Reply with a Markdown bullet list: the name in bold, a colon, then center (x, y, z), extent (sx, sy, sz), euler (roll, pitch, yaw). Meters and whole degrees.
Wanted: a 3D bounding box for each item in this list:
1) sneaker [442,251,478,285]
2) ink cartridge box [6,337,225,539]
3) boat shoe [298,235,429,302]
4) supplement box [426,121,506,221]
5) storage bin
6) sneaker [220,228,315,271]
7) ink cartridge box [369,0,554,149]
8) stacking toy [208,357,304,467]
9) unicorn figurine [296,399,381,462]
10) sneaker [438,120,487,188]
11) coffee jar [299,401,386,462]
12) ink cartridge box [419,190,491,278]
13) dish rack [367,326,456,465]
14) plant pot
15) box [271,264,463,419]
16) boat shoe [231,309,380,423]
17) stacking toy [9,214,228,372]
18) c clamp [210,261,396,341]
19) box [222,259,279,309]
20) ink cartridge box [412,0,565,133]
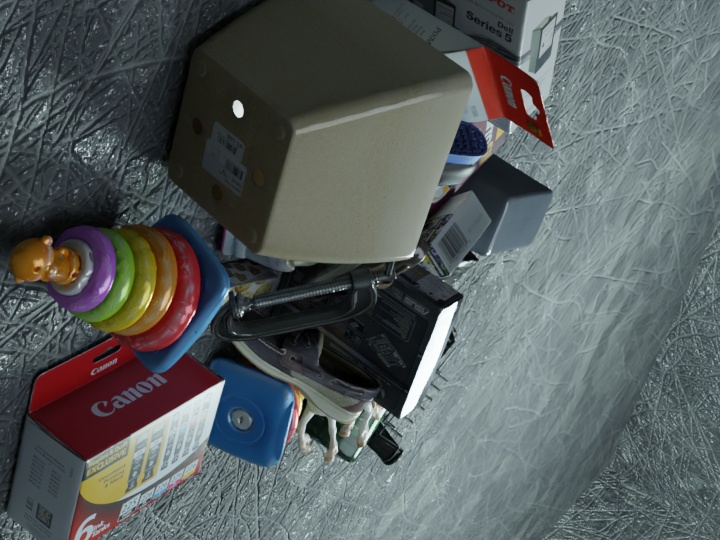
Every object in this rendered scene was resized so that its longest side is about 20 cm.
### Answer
- **sneaker**: center (0.090, 0.002, 1.920), extent (0.091, 0.076, 0.200), euler (-53, 157, 15)
- **ink cartridge box**: center (-0.231, 0.153, 1.396), extent (0.200, 0.084, 0.176), euler (-30, 146, -49)
- **boat shoe**: center (0.000, 0.000, 1.497), extent (0.200, 0.073, 0.075), euler (-30, -156, 57)
- **supplement box**: center (0.086, -0.149, 1.667), extent (0.200, 0.085, 0.111), euler (-45, 156, -29)
- **storage bin**: center (0.144, -0.079, 1.821), extent (0.200, 0.134, 0.146), euler (-11, 127, -61)
- **sneaker**: center (-0.053, -0.051, 1.495), extent (0.200, 0.088, 0.082), euler (-38, 152, -41)
- **ink cartridge box**: center (0.099, -0.190, 1.474), extent (0.050, 0.200, 0.162), euler (-50, 157, -7)
- **stacking toy**: center (-0.099, 0.127, 1.663), extent (0.200, 0.109, 0.117), euler (-49, 157, -61)
- **unicorn figurine**: center (-0.027, 0.157, 1.732), extent (0.200, 0.073, 0.138), euler (-43, 144, -66)
- **sneaker**: center (0.032, -0.124, 1.511), extent (0.199, 0.070, 0.078), euler (9, 143, -21)
- **coffee jar**: center (0.005, 0.143, 1.876), extent (0.085, 0.104, 0.201), euler (35, 87, -25)
- **ink cartridge box**: center (0.049, -0.024, 1.714), extent (0.199, 0.050, 0.109), euler (-16, -155, 45)
- **dish rack**: center (0.058, 0.145, 1.941), extent (0.054, 0.153, 0.200), euler (36, 95, -29)
- **plant pot**: center (-0.053, -0.122, 1.274), extent (0.177, 0.200, 0.201), euler (-18, 138, -43)
- **box**: center (0.003, 0.044, 1.598), extent (0.048, 0.200, 0.159), euler (-27, 144, -48)
- **boat shoe**: center (-0.062, 0.089, 1.556), extent (0.065, 0.200, 0.072), euler (-42, -158, 23)
- **stacking toy**: center (-0.218, 0.005, 1.197), extent (0.116, 0.110, 0.200), euler (-51, 150, 14)
- **c clamp**: center (-0.058, 0.027, 1.433), extent (0.199, 0.027, 0.171), euler (-14, 162, 0)
- **box**: center (-0.152, 0.023, 1.449), extent (0.200, 0.039, 0.042), euler (-11, 131, -63)
- **ink cartridge box**: center (0.132, -0.266, 1.520), extent (0.084, 0.145, 0.200), euler (-44, 155, -27)
